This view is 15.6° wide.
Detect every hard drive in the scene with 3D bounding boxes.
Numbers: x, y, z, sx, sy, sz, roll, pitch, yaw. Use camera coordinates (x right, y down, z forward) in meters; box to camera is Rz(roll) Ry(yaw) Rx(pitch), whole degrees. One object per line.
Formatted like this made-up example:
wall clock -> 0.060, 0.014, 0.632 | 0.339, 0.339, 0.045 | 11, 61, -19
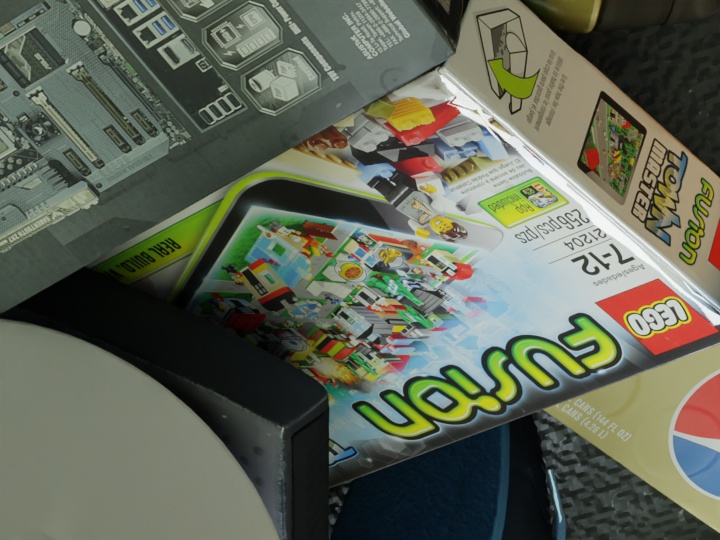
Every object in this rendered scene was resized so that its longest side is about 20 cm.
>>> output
hard drive -> -0.094, 0.054, 0.722 | 0.200, 0.042, 0.135 | 18, 126, 27

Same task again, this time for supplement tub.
supplement tub -> -0.119, 0.119, 0.647 | 0.132, 0.132, 0.200 | 25, 131, -17

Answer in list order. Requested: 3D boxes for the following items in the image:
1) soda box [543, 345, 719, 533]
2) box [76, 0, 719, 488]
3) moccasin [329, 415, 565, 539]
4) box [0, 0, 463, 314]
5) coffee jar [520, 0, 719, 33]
soda box -> 0.135, 0.047, 0.771 | 0.200, 0.064, 0.068 | 35, 114, -21
box -> 0.000, 0.000, 0.697 | 0.110, 0.035, 0.200 | 38, 142, -23
moccasin -> 0.026, 0.130, 0.755 | 0.080, 0.200, 0.068 | -15, 145, 42
box -> -0.095, -0.094, 0.577 | 0.158, 0.051, 0.200 | -29, 117, 22
coffee jar -> -0.002, -0.113, 0.650 | 0.199, 0.085, 0.104 | 2, 118, -3
